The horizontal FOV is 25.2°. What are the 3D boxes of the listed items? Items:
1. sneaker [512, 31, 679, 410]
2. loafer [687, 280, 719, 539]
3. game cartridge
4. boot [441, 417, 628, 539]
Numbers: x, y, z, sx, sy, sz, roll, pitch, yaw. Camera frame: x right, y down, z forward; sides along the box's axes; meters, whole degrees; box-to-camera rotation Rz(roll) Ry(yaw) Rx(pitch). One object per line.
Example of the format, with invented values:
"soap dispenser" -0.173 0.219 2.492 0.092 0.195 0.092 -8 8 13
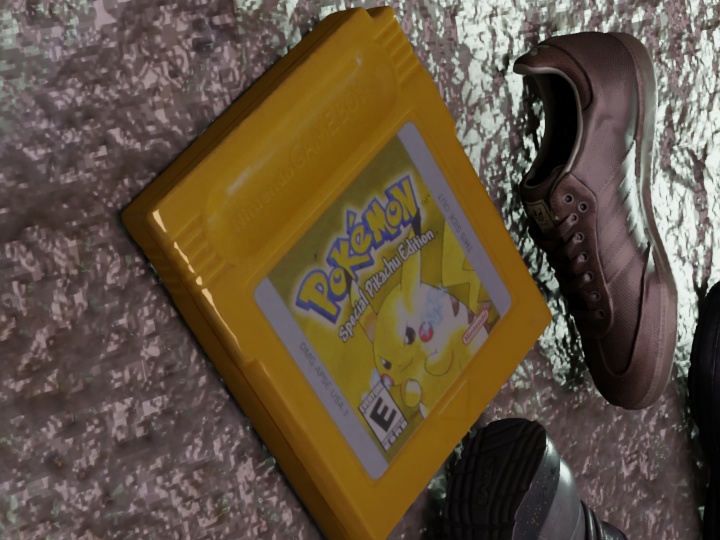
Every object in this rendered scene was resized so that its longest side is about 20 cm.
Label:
"sneaker" 0.116 -0.024 0.853 0.075 0.070 0.202 -5 91 -24
"loafer" 0.239 0.104 0.955 0.068 0.070 0.202 -10 97 -43
"game cartridge" 0.000 0.000 0.753 0.176 0.032 0.201 -49 122 -32
"boot" 0.073 0.187 0.802 0.201 0.070 0.132 -55 130 -23
